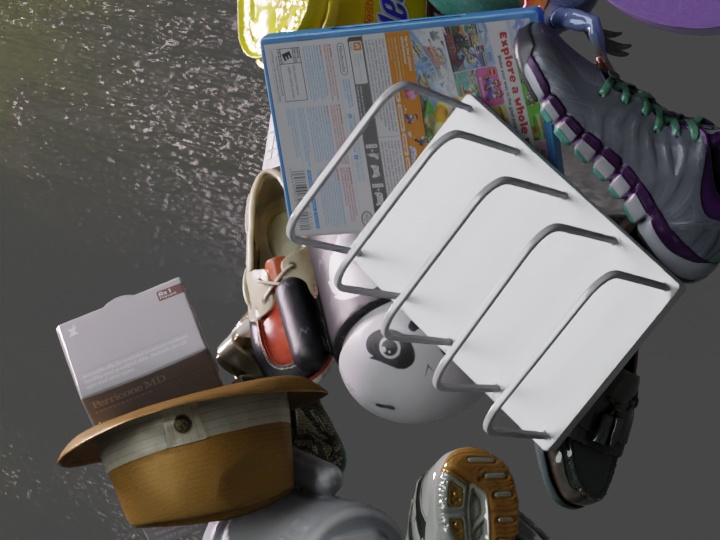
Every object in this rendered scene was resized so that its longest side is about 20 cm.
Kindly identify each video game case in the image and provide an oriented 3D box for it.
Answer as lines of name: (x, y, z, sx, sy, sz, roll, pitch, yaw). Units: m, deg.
video game case: (0.036, -0.099, 1.488, 0.198, 0.018, 0.144, -3, 106, 20)

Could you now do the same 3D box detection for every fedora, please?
fedora: (-0.112, 0.136, 1.547, 0.200, 0.200, 0.083, -25, 77, 44)

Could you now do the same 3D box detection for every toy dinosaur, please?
toy dinosaur: (0.142, -0.194, 1.493, 0.180, 0.105, 0.201, -29, 88, 8)

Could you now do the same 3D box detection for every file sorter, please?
file sorter: (0.074, -0.004, 1.381, 0.200, 0.124, 0.139, 44, 105, 23)

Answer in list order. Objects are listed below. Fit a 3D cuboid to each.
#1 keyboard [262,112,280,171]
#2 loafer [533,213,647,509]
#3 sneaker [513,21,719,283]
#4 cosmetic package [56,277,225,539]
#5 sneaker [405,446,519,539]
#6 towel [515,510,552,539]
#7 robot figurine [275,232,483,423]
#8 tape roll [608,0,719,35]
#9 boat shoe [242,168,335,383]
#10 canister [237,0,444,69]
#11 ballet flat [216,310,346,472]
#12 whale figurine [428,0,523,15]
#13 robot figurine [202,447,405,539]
keyboard: (-0.013, -0.128, 1.766, 0.199, 0.011, 0.057, -17, 64, 47)
loafer: (0.157, 0.055, 1.443, 0.063, 0.072, 0.202, -13, 65, 42)
sneaker: (0.185, -0.093, 1.400, 0.087, 0.200, 0.074, -36, 8, 25)
cosmetic package: (-0.150, 0.111, 1.682, 0.106, 0.201, 0.091, -23, 50, -3)
sneaker: (0.065, 0.223, 1.463, 0.088, 0.075, 0.202, 150, 128, -65)
towel: (0.095, 0.274, 1.474, 0.149, 0.031, 0.201, 38, 109, 53)
robot figurine: (0.030, 0.012, 1.567, 0.150, 0.124, 0.201, -41, 47, 34)
tape roll: (0.218, -0.252, 1.389, 0.198, 0.066, 0.202, 0, 91, 14)
boat shoe: (-0.058, 0.007, 1.692, 0.071, 0.063, 0.201, -15, 44, 11)
canister: (0.013, -0.199, 1.605, 0.086, 0.199, 0.150, -22, 60, 44)
ballet flat: (-0.072, 0.088, 1.706, 0.068, 0.075, 0.201, -51, 43, 26)
whale figurine: (0.079, -0.255, 1.577, 0.103, 0.160, 0.201, -22, 40, 9)
robot figurine: (-0.042, 0.216, 1.589, 0.199, 0.112, 0.171, 6, 91, 52)
